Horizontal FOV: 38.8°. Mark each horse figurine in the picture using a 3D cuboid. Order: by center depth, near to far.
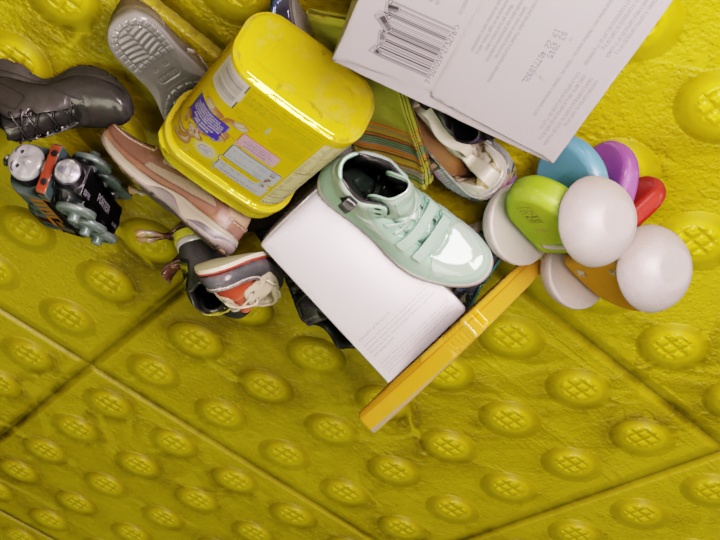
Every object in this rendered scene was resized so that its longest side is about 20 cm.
[{"bbox_3d":[-0.202,-0.076,1.199,0.131,0.050,0.202,-4,131,-9],"label":"horse figurine"}]

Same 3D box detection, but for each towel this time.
[{"bbox_3d":[0.010,-0.155,0.956,0.085,0.018,0.201,16,149,29],"label":"towel"}]

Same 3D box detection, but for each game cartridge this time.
[{"bbox_3d":[0.099,0.075,1.101,0.032,0.176,0.200,45,126,6],"label":"game cartridge"}]

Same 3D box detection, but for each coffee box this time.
[{"bbox_3d":[0.117,-0.249,0.788,0.198,0.199,0.200,23,139,-8],"label":"coffee box"}]

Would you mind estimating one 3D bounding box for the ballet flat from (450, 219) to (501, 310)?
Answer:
[{"bbox_3d":[0.120,-0.008,1.161,0.073,0.075,0.201,19,138,-3],"label":"ballet flat"}]

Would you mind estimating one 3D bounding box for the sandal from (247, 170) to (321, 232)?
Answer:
[{"bbox_3d":[-0.103,-0.109,1.134,0.081,0.055,0.200,29,123,-36],"label":"sandal"}]

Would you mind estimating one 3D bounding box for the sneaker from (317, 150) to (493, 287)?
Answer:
[{"bbox_3d":[0.050,-0.045,0.983,0.199,0.074,0.118,31,174,-7],"label":"sneaker"}]

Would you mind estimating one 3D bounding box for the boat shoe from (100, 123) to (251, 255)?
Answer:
[{"bbox_3d":[-0.192,-0.098,1.095,0.199,0.072,0.076,38,174,13],"label":"boat shoe"}]

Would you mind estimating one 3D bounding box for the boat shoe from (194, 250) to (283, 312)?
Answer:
[{"bbox_3d":[-0.124,0.013,1.090,0.070,0.063,0.200,-8,-179,7],"label":"boat shoe"}]

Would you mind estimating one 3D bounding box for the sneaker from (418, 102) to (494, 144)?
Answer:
[{"bbox_3d":[0.110,-0.148,0.953,0.075,0.089,0.199,-8,157,40],"label":"sneaker"}]

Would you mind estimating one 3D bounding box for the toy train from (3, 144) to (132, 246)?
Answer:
[{"bbox_3d":[-0.338,-0.089,1.183,0.113,0.086,0.200,14,168,3],"label":"toy train"}]

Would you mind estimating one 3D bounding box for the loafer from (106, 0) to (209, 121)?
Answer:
[{"bbox_3d":[-0.190,-0.208,1.056,0.075,0.070,0.200,-24,141,7],"label":"loafer"}]

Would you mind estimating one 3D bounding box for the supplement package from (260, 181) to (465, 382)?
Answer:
[{"bbox_3d":[0.000,0.000,1.102,0.117,0.117,0.200,-43,98,2],"label":"supplement package"}]

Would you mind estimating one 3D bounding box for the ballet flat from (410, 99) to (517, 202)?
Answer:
[{"bbox_3d":[0.098,-0.119,1.013,0.199,0.071,0.069,36,92,-34],"label":"ballet flat"}]

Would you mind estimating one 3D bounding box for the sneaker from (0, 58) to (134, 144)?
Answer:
[{"bbox_3d":[-0.345,-0.174,1.119,0.198,0.091,0.076,5,137,13],"label":"sneaker"}]

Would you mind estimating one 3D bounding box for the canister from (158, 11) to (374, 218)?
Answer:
[{"bbox_3d":[-0.091,-0.140,0.963,0.148,0.087,0.200,34,151,-16],"label":"canister"}]

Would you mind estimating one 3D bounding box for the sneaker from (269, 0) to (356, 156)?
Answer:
[{"bbox_3d":[-0.022,-0.199,1.003,0.084,0.078,0.200,-15,138,19],"label":"sneaker"}]

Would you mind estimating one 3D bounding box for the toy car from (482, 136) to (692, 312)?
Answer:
[{"bbox_3d":[0.235,-0.053,1.011,0.199,0.151,0.175,34,165,-24],"label":"toy car"}]

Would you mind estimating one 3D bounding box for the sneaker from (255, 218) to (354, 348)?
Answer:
[{"bbox_3d":[-0.053,0.014,1.216,0.075,0.088,0.200,-23,125,40],"label":"sneaker"}]

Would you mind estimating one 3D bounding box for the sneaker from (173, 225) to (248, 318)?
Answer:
[{"bbox_3d":[-0.173,0.022,1.200,0.074,0.085,0.200,-11,152,7],"label":"sneaker"}]
